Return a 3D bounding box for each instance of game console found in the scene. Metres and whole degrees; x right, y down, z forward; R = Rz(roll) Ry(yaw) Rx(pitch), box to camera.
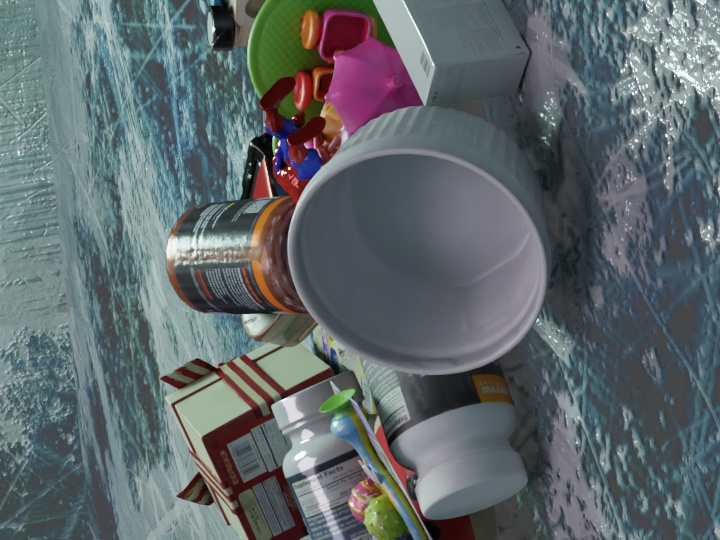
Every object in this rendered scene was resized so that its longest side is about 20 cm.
[{"bbox_3d":[-0.066,-0.054,1.763,0.119,0.172,0.200,46,151,16],"label":"game console"}]

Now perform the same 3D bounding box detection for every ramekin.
[{"bbox_3d":[0.051,-0.031,1.315,0.105,0.199,0.201,-70,-16,-56],"label":"ramekin"}]

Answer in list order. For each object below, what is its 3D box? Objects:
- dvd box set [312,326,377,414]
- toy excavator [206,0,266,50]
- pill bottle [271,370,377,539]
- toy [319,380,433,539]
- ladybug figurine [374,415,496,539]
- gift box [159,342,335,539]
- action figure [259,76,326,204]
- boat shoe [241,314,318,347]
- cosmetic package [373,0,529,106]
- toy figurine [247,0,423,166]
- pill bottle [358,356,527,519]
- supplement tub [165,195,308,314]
[{"bbox_3d":[-0.008,0.073,1.805,0.200,0.029,0.147,-149,51,-67],"label":"dvd box set"},{"bbox_3d":[-0.124,-0.356,1.829,0.201,0.099,0.195,-109,19,-50],"label":"toy excavator"},{"bbox_3d":[-0.008,0.207,1.684,0.201,0.119,0.120,67,161,5],"label":"pill bottle"},{"bbox_3d":[0.015,0.198,1.478,0.201,0.047,0.115,66,170,-11],"label":"toy"},{"bbox_3d":[0.066,0.193,1.587,0.136,0.071,0.201,105,149,-53],"label":"ladybug figurine"},{"bbox_3d":[-0.112,0.184,1.860,0.187,0.199,0.186,-148,38,-69],"label":"gift box"},{"bbox_3d":[-0.046,-0.092,1.390,0.065,0.052,0.200,48,168,13],"label":"action figure"},{"bbox_3d":[-0.028,-0.003,1.615,0.200,0.065,0.072,-47,44,21],"label":"boat shoe"},{"bbox_3d":[0.056,-0.222,1.365,0.051,0.082,0.201,102,152,-51],"label":"cosmetic package"},{"bbox_3d":[-0.009,-0.136,1.453,0.184,0.149,0.201,-123,40,-61],"label":"toy figurine"},{"bbox_3d":[0.067,0.102,1.464,0.117,0.116,0.201,115,140,-61],"label":"pill bottle"},{"bbox_3d":[-0.079,-0.013,1.542,0.199,0.107,0.108,-1,100,47],"label":"supplement tub"}]
